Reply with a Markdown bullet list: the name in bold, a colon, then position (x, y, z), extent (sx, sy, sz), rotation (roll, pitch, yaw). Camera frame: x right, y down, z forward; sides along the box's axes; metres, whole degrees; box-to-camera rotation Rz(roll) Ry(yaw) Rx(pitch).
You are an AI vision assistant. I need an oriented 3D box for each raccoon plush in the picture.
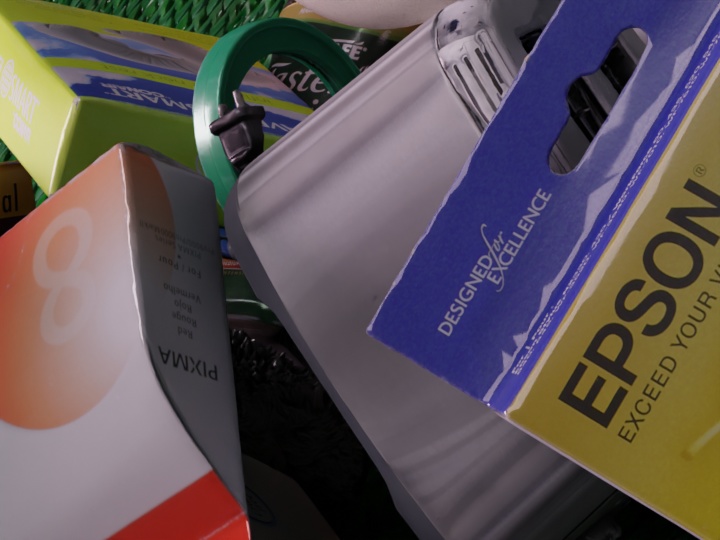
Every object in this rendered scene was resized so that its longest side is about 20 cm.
- **raccoon plush**: position (-0.076, 0.043, 1.107), extent (0.096, 0.201, 0.134), rotation (-31, 28, -19)

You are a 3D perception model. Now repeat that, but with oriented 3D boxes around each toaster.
- **toaster**: position (0.049, -0.008, 0.914), extent (0.129, 0.201, 0.113), rotation (-39, -11, 33)

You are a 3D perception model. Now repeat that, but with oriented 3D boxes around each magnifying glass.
- **magnifying glass**: position (0.000, 0.000, 1.012), extent (0.022, 0.201, 0.080), rotation (-14, 20, 47)

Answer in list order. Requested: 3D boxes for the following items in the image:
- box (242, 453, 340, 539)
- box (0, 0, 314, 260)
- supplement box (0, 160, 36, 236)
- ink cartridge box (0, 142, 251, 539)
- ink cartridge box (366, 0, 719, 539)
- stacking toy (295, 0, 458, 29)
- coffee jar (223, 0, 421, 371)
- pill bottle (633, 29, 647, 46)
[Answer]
- **box**: position (-0.072, 0.187, 0.970), extent (0.200, 0.105, 0.184), rotation (-52, 44, 12)
- **box**: position (-0.082, -0.058, 1.096), extent (0.200, 0.121, 0.048), rotation (-136, 59, -62)
- **supplement box**: position (-0.227, 0.073, 1.067), extent (0.132, 0.196, 0.202), rotation (-7, 92, 50)
- **ink cartridge box**: position (-0.109, 0.080, 0.934), extent (0.162, 0.050, 0.201), rotation (-34, 48, 36)
- **ink cartridge box**: position (0.130, -0.017, 0.796), extent (0.198, 0.199, 0.047), rotation (-59, -11, -2)
- **stacking toy**: position (0.050, -0.163, 1.134), extent (0.145, 0.200, 0.147), rotation (-2, 86, 28)
- **coffee jar**: position (-0.008, -0.045, 1.196), extent (0.104, 0.085, 0.201), rotation (-1, 58, 43)
- **pill bottle**: position (0.088, -0.068, 1.017), extent (0.200, 0.111, 0.112), rotation (-34, 33, 42)
